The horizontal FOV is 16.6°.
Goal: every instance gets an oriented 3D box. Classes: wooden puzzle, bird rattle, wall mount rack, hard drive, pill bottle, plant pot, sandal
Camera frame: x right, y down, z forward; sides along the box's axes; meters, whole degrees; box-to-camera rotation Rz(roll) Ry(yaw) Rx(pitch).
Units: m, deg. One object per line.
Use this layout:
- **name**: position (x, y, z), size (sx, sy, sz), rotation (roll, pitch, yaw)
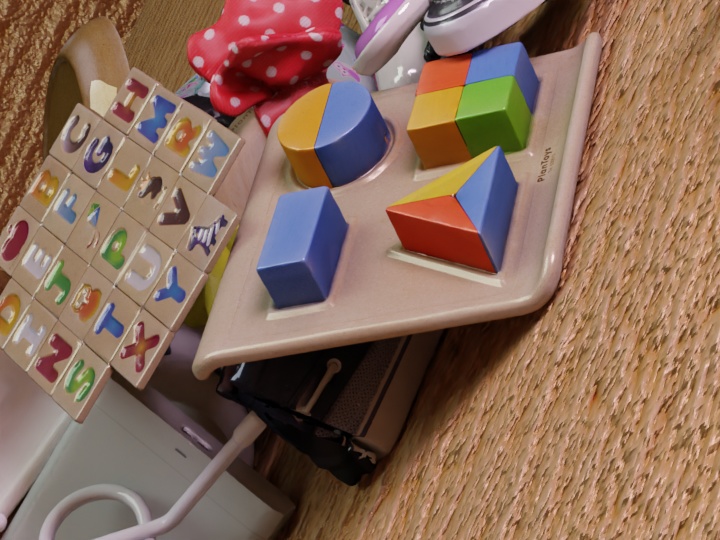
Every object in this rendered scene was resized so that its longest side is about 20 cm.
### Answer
- **wooden puzzle**: position (0.014, -0.041, 1.184), size (0.199, 0.046, 0.186), rotation (-15, 38, 26)
- **bird rattle**: position (-0.040, -0.055, 1.369), size (0.112, 0.162, 0.201), rotation (20, 92, 57)
- **wall mount rack**: position (-0.110, 0.165, 1.256), size (0.173, 0.075, 0.201), rotation (-19, 49, 3)
- **hard drive**: position (-0.138, 0.170, 1.377), size (0.201, 0.132, 0.026), rotation (-58, -14, 20)
- **pill bottle**: position (-0.125, 0.100, 1.492), size (0.120, 0.119, 0.200), rotation (-60, 12, 10)
- **plant pot**: position (-0.160, -0.047, 1.441), size (0.200, 0.027, 0.202), rotation (176, 90, -73)
- **sandal**: position (0.032, -0.175, 1.312), size (0.083, 0.050, 0.203), rotation (-52, 4, 47)

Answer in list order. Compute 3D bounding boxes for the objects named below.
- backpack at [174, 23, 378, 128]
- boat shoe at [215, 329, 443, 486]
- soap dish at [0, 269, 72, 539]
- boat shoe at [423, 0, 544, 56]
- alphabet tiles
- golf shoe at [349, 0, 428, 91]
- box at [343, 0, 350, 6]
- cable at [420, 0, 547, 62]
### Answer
- **backpack**: position (-0.047, -0.074, 1.515), size (0.127, 0.167, 0.200), rotation (-45, 9, 27)
- **boat shoe**: position (0.000, 0.000, 1.250), size (0.201, 0.092, 0.075), rotation (-67, 13, -21)
- **soap dish**: position (-0.251, 0.086, 1.411), size (0.200, 0.157, 0.081), rotation (-53, 10, 4)
- **boat shoe**: position (0.088, -0.193, 1.237), size (0.200, 0.068, 0.072), rotation (-49, 25, -19)
- **alphabet tiles**: position (-0.133, -0.017, 1.292), size (0.167, 0.006, 0.200), rotation (-60, 36, 3)
- **golf shoe**: position (0.021, -0.157, 1.512), size (0.073, 0.092, 0.201), rotation (-54, 16, 30)
- **box**: position (-0.012, -0.291, 1.683), size (0.167, 0.199, 0.164), rotation (-64, 13, -4)
- **cable**: position (0.103, -0.200, 1.389), size (0.200, 0.051, 0.163), rotation (-51, 8, 30)
